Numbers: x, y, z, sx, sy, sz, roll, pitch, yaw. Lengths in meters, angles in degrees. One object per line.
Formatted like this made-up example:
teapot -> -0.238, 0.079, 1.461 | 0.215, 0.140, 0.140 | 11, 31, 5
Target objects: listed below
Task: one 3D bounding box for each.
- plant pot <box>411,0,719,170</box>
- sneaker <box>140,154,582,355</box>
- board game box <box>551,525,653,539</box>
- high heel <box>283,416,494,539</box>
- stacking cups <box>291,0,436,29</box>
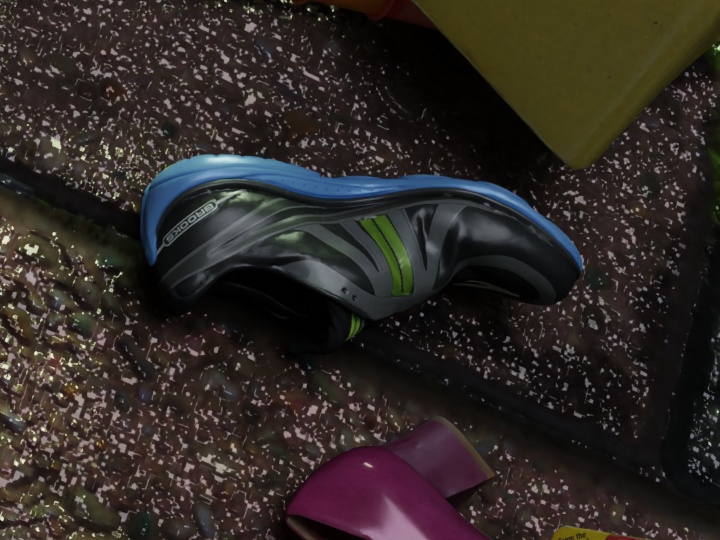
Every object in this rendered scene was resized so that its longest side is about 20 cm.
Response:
plant pot -> 0.129, -0.205, 1.361 | 0.194, 0.200, 0.195 | 47, 37, 1
sneaker -> 0.000, 0.000, 1.317 | 0.199, 0.071, 0.083 | 4, 70, -18
board game box -> 0.097, 0.206, 1.206 | 0.030, 0.095, 0.200 | 18, 80, -53
high heel -> 0.054, 0.155, 1.266 | 0.096, 0.067, 0.200 | -27, 66, -40
stacking cups -> -0.040, -0.149, 1.369 | 0.200, 0.061, 0.061 | 13, 62, -20
